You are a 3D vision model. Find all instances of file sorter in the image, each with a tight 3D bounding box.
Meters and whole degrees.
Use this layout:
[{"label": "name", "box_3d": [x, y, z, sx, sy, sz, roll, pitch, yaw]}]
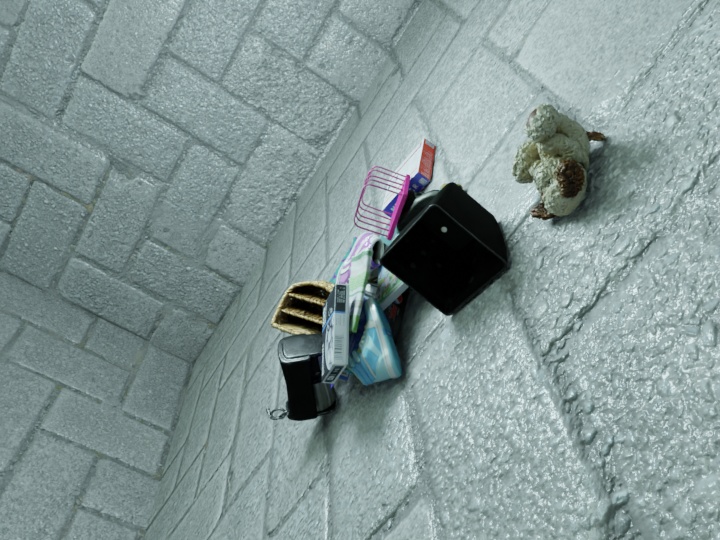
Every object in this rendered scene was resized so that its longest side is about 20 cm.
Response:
[{"label": "file sorter", "box_3d": [0.060, -0.202, 1.823, 0.201, 0.123, 0.141, -75, 3, -66]}]

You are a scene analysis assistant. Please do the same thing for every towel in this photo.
[{"label": "towel", "box_3d": [-0.015, 0.053, 1.547, 0.149, 0.030, 0.204, 143, 140, -75]}]

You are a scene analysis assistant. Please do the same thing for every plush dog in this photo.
[{"label": "plush dog", "box_3d": [0.366, -0.181, 1.163, 0.201, 0.157, 0.175, 89, -173, -69]}]

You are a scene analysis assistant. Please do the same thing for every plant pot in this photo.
[{"label": "plant pot", "box_3d": [0.188, -0.065, 1.365, 0.200, 0.198, 0.178, -46, 11, 38]}]

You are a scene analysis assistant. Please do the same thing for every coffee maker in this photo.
[{"label": "coffee maker", "box_3d": [-0.160, 0.284, 1.667, 0.190, 0.203, 0.134, -24, 33, -25]}]

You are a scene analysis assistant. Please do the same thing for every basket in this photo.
[{"label": "basket", "box_3d": [-0.130, 0.106, 1.785, 0.197, 0.148, 0.146, 16, 103, 31]}]

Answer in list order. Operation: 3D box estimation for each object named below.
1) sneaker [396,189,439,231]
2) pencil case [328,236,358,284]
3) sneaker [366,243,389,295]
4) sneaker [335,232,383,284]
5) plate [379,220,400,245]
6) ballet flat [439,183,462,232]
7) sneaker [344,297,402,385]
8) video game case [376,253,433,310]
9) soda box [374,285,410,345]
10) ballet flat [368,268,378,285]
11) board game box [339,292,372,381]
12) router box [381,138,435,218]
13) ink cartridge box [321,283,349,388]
[{"label": "sneaker", "box_3d": [0.170, -0.193, 1.769, 0.199, 0.075, 0.116, 137, 150, -57]}, {"label": "pencil case", "box_3d": [-0.034, -0.005, 2.039, 0.202, 0.084, 0.093, -57, 34, 12]}, {"label": "sneaker", "box_3d": [0.031, -0.014, 1.862, 0.202, 0.076, 0.149, 20, 92, 63]}, {"label": "sneaker", "box_3d": [-0.001, 0.000, 1.667, 0.114, 0.072, 0.204, 30, 100, 64]}, {"label": "plate", "box_3d": [0.092, -0.102, 1.932, 0.201, 0.025, 0.202, -52, 20, 28]}, {"label": "ballet flat", "box_3d": [0.214, -0.141, 1.596, 0.062, 0.069, 0.203, -5, 55, 33]}, {"label": "sneaker", "box_3d": [0.010, 0.170, 1.486, 0.129, 0.080, 0.203, -23, 62, 13]}, {"label": "video game case", "box_3d": [0.106, -0.022, 1.557, 0.200, 0.022, 0.184, -46, 25, 35]}, {"label": "soda box", "box_3d": [0.067, 0.108, 1.608, 0.063, 0.070, 0.203, -33, 33, 53]}, {"label": "ballet flat", "box_3d": [0.081, 0.011, 1.708, 0.198, 0.067, 0.064, -4, 87, 45]}, {"label": "board game box", "box_3d": [-0.017, 0.165, 1.670, 0.199, 0.043, 0.204, -82, 10, -85]}, {"label": "router box", "box_3d": [0.150, -0.287, 1.999, 0.200, 0.048, 0.181, -45, 22, 42]}, {"label": "ink cartridge box", "box_3d": [-0.067, 0.163, 1.541, 0.201, 0.042, 0.202, 117, 156, -61]}]
